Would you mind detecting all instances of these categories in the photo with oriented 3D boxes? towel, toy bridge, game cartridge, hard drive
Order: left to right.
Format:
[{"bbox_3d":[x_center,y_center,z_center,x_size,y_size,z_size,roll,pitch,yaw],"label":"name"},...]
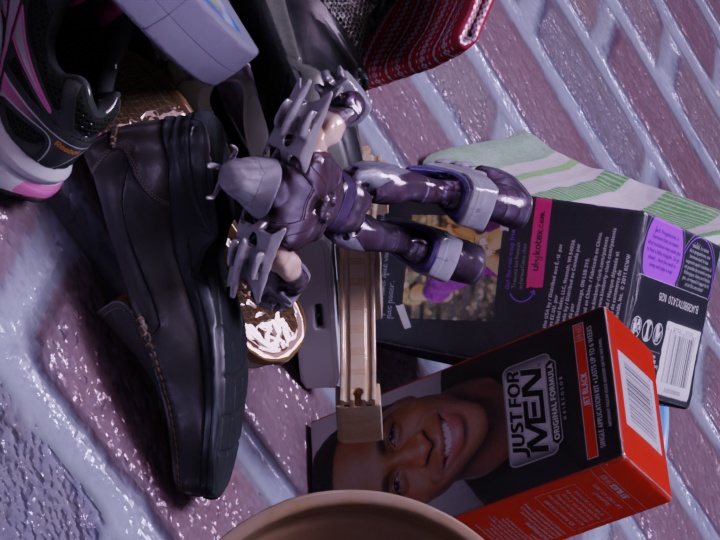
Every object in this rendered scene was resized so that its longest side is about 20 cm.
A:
[{"bbox_3d":[-0.111,-0.163,1.219,0.134,0.040,0.200,61,6,13],"label":"game cartridge"},{"bbox_3d":[-0.026,-0.049,1.419,0.132,0.026,0.201,86,4,-49],"label":"hard drive"},{"bbox_3d":[0.000,0.000,1.356,0.067,0.027,0.201,86,5,-47],"label":"toy bridge"},{"bbox_3d":[0.050,-0.178,1.353,0.022,0.200,0.145,24,82,-14],"label":"towel"},{"bbox_3d":[0.164,-0.051,1.689,0.152,0.199,0.024,-16,127,-57],"label":"towel"}]

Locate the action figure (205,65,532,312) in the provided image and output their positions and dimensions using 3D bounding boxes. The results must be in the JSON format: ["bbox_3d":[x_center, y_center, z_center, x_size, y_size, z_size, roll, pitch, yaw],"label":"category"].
[{"bbox_3d":[-0.007,-0.034,1.240,0.199,0.131,0.069,11,23,-44],"label":"action figure"}]

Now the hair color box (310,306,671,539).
[{"bbox_3d":[0.069,0.107,1.338,0.061,0.199,0.102,40,35,-43],"label":"hair color box"}]

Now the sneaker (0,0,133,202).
[{"bbox_3d":[-0.152,-0.136,1.223,0.080,0.086,0.201,18,52,-44],"label":"sneaker"}]

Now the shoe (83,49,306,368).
[{"bbox_3d":[-0.104,-0.030,1.298,0.070,0.053,0.201,-36,99,-31],"label":"shoe"}]

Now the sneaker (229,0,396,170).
[{"bbox_3d":[-0.008,-0.133,1.326,0.076,0.114,0.201,124,-47,-66],"label":"sneaker"}]

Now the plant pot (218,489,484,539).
[{"bbox_3d":[-0.010,0.215,1.169,0.093,0.200,0.202,120,-45,-70],"label":"plant pot"}]

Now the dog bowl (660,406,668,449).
[{"bbox_3d":[0.183,0.070,1.685,0.112,0.049,0.201,-53,140,-59],"label":"dog bowl"}]

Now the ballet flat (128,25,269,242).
[{"bbox_3d":[-0.096,-0.111,1.350,0.201,0.068,0.068,64,27,-5],"label":"ballet flat"}]

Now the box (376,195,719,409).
[{"bbox_3d":[0.101,0.013,1.459,0.122,0.199,0.107,19,83,-57],"label":"box"}]

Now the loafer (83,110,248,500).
[{"bbox_3d":[-0.100,0.020,1.237,0.073,0.072,0.201,-16,102,-83],"label":"loafer"}]
